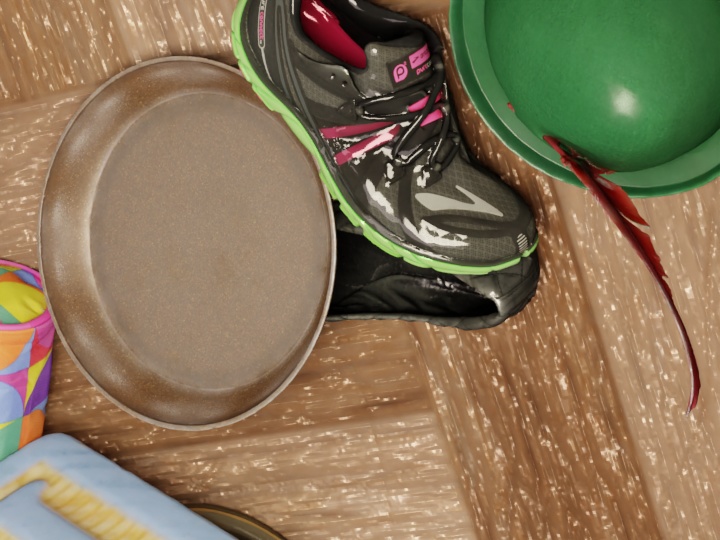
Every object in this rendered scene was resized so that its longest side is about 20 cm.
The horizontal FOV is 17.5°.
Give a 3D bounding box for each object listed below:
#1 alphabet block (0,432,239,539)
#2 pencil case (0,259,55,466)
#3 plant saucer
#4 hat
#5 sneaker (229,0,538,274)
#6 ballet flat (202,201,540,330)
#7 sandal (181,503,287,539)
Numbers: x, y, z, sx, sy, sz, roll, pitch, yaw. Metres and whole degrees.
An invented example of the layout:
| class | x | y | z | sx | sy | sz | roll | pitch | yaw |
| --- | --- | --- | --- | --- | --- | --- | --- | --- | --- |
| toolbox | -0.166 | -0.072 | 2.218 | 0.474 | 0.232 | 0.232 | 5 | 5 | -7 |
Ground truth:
| class | x | y | z | sx | sy | sz | roll | pitch | yaw |
| --- | --- | --- | --- | --- | --- | --- | --- | --- | --- |
| alphabet block | -0.173 | 0.247 | 1.327 | 0.195 | 0.196 | 0.201 | 27 | 133 | 37 |
| pencil case | -0.232 | 0.091 | 1.388 | 0.088 | 0.088 | 0.201 | 22 | 120 | 13 |
| plant saucer | -0.090 | -0.015 | 1.269 | 0.199 | 0.032 | 0.202 | 2 | 93 | 32 |
| hat | 0.106 | -0.076 | 1.095 | 0.199 | 0.176 | 0.167 | 22 | 121 | 13 |
| sneaker | 0.015 | -0.078 | 1.185 | 0.200 | 0.077 | 0.084 | 45 | 142 | 2 |
| ballet flat | 0.000 | 0.000 | 1.252 | 0.199 | 0.057 | 0.067 | -2 | 113 | 26 |
| sandal | -0.056 | 0.201 | 1.375 | 0.199 | 0.054 | 0.081 | 27 | 122 | 13 |
